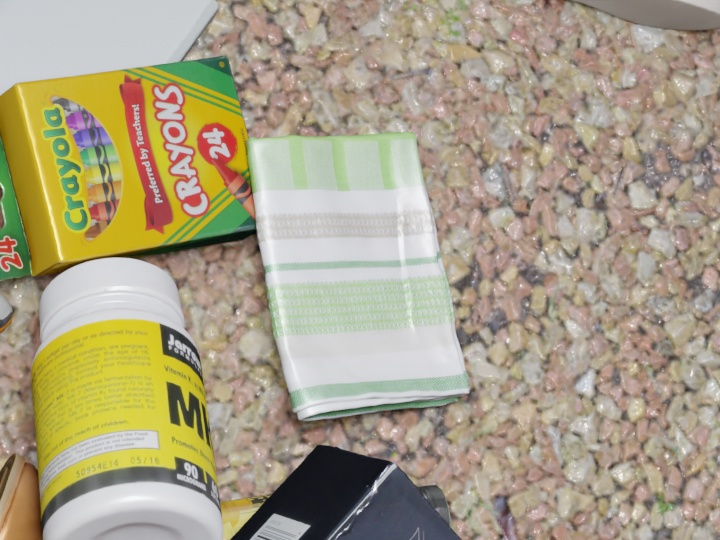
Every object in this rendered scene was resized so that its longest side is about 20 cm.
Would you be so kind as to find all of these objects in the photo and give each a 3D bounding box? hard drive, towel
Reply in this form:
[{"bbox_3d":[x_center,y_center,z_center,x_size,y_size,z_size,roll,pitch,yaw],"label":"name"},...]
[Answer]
[{"bbox_3d":[-0.208,-0.149,1.507,0.132,0.026,0.200,34,68,-3],"label":"hard drive"},{"bbox_3d":[0.000,0.000,1.487,0.149,0.031,0.200,-4,78,-35],"label":"towel"}]

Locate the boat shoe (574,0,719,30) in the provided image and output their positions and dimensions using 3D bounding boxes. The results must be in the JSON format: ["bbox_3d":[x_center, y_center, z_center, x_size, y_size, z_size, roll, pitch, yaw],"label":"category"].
[{"bbox_3d":[0.193,-0.250,1.623,0.200,0.075,0.093,14,77,-10],"label":"boat shoe"}]

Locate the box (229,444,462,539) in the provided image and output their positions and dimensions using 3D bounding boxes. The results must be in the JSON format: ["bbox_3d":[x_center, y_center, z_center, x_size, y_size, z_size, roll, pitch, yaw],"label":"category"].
[{"bbox_3d":[-0.008,0.252,1.347,0.197,0.117,0.200,-46,110,-17],"label":"box"}]

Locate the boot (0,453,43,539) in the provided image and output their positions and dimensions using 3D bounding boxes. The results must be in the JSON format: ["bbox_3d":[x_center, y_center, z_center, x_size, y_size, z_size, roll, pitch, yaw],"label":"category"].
[{"bbox_3d":[-0.181,0.226,1.378,0.155,0.074,0.200,11,74,-17],"label":"boot"}]

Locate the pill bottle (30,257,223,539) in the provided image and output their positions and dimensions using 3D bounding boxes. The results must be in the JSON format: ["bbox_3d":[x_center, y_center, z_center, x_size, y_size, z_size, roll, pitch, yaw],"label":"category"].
[{"bbox_3d":[-0.154,0.097,1.370,0.114,0.114,0.200,1,51,-15],"label":"pill bottle"}]

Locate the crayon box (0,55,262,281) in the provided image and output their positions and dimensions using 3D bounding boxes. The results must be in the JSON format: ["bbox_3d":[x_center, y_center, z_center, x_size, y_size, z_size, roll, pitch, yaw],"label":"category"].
[{"bbox_3d":[-0.169,-0.070,1.446,0.200,0.051,0.127,-12,85,-33],"label":"crayon box"}]

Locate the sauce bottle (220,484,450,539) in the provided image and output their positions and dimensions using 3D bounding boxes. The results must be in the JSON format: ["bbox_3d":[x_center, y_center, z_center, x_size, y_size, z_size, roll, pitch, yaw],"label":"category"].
[{"bbox_3d":[-0.039,0.179,1.432,0.200,0.065,0.065,-6,75,-19],"label":"sauce bottle"}]

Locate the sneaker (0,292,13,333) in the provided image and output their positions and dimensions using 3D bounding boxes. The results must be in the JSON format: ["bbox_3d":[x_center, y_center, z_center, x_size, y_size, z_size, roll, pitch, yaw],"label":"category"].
[{"bbox_3d":[-0.305,-0.037,1.421,0.200,0.076,0.092,37,63,-3],"label":"sneaker"}]
